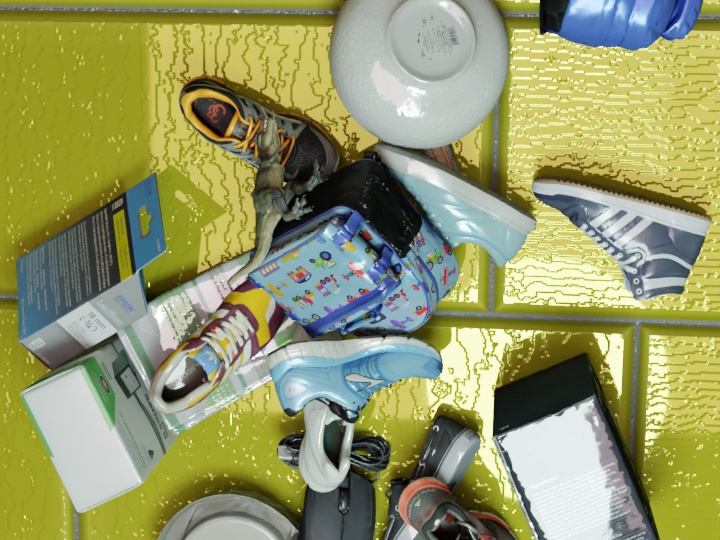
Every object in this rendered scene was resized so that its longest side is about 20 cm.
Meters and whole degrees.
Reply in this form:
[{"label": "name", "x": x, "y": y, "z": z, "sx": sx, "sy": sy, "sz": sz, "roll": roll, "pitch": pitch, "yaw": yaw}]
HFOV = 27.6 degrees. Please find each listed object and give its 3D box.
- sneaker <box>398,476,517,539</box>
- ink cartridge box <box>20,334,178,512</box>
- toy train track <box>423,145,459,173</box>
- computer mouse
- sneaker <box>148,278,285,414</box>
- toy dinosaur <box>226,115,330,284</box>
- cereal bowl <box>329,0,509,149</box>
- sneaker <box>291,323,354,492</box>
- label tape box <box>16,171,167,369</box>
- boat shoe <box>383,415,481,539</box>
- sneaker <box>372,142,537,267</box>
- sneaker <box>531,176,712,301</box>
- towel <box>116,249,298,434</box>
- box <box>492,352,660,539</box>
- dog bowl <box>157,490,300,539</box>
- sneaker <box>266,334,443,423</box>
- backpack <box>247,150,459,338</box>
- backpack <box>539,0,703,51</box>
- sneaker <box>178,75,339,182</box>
[{"label": "sneaker", "x": 0.121, "y": 0.308, "z": 1.634, "sx": 0.199, "sy": 0.082, "sz": 0.077, "roll": 36, "pitch": 95, "yaw": -35}, {"label": "ink cartridge box", "x": -0.287, "y": 0.163, "z": 1.640, "sx": 0.083, "sy": 0.200, "sz": 0.147, "roll": -25, "pitch": 96, "yaw": 8}, {"label": "toy train track", "x": 0.078, "y": -0.148, "z": 1.624, "sx": 0.114, "sy": 0.033, "sz": 0.202, "roll": -23, "pitch": 102, "yaw": 3}, {"label": "computer mouse", "x": -0.032, "y": 0.288, "z": 1.662, "sx": 0.137, "sy": 0.053, "sz": 0.203, "roll": 5, "pitch": 87, "yaw": -16}, {"label": "sneaker", "x": -0.152, "y": 0.084, "z": 1.618, "sx": 0.075, "sy": 0.090, "sz": 0.200, "roll": 43, "pitch": 88, "yaw": -6}, {"label": "toy dinosaur", "x": -0.084, "y": -0.076, "z": 1.529, "sx": 0.087, "sy": 0.202, "sz": 0.047, "roll": -13, "pitch": 143, "yaw": 30}, {"label": "cereal bowl", "x": 0.067, "y": -0.235, "z": 1.547, "sx": 0.198, "sy": 0.083, "sz": 0.203, "roll": 1, "pitch": 83, "yaw": -8}, {"label": "sneaker", "x": -0.033, "y": 0.142, "z": 1.632, "sx": 0.070, "sy": 0.080, "sz": 0.203, "roll": -2, "pitch": 77, "yaw": -18}, {"label": "label tape box", "x": -0.287, "y": 0.001, "z": 1.635, "sx": 0.199, "sy": 0.145, "sz": 0.063, "roll": -30, "pitch": 131, "yaw": 12}, {"label": "boat shoe", "x": 0.063, "y": 0.255, "z": 1.681, "sx": 0.066, "sy": 0.070, "sz": 0.201, "roll": 35, "pitch": 108, "yaw": 21}, {"label": "sneaker", "x": 0.091, "y": -0.066, "z": 1.590, "sx": 0.199, "sy": 0.074, "sz": 0.083, "roll": 28, "pitch": 99, "yaw": -7}, {"label": "sneaker", "x": 0.274, "y": -0.033, "z": 1.597, "sx": 0.198, "sy": 0.070, "sz": 0.110, "roll": 15, "pitch": 100, "yaw": 2}, {"label": "towel", "x": -0.163, "y": 0.079, "z": 1.673, "sx": 0.199, "sy": 0.031, "sz": 0.150, "roll": -28, "pitch": 97, "yaw": -2}, {"label": "box", "x": 0.232, "y": 0.219, "z": 1.580, "sx": 0.123, "sy": 0.200, "sz": 0.198, "roll": -24, "pitch": 97, "yaw": 9}, {"label": "dog bowl", "x": -0.145, "y": 0.352, "z": 1.726, "sx": 0.198, "sy": 0.059, "sz": 0.203, "roll": 1, "pitch": 100, "yaw": 6}, {"label": "sneaker", "x": -0.004, "y": 0.120, "z": 1.586, "sx": 0.198, "sy": 0.078, "sz": 0.091, "roll": -4, "pitch": 81, "yaw": -19}, {"label": "backpack", "x": 0.000, "y": 0.000, "z": 1.579, "sx": 0.182, "sy": 0.135, "sz": 0.200, "roll": -23, "pitch": 122, "yaw": 37}, {"label": "backpack", "x": 0.270, "y": -0.306, "z": 1.482, "sx": 0.166, "sy": 0.200, "sz": 0.165, "roll": 9, "pitch": 100, "yaw": 6}, {"label": "sneaker", "x": -0.118, "y": -0.150, "z": 1.624, "sx": 0.198, "sy": 0.077, "sz": 0.079, "roll": 24, "pitch": 100, "yaw": 1}]
